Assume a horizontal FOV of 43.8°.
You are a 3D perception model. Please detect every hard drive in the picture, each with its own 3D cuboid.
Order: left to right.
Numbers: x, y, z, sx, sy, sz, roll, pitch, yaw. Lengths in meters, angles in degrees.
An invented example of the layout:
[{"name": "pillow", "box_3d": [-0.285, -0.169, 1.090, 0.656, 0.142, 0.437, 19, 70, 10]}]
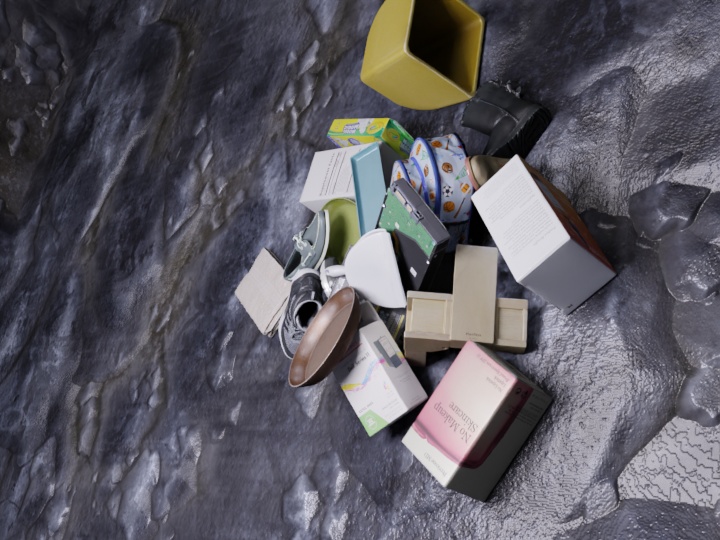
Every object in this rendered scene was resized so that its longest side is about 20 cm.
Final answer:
[{"name": "hard drive", "box_3d": [0.080, -0.045, 1.536, 0.140, 0.037, 0.201, 52, 152, 23]}]

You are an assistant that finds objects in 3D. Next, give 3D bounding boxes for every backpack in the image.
[{"name": "backpack", "box_3d": [0.132, -0.142, 1.596, 0.201, 0.151, 0.193, -117, 29, -44]}]

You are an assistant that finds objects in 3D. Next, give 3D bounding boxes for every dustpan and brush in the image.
[{"name": "dustpan and brush", "box_3d": [0.000, 0.000, 1.594, 0.197, 0.057, 0.142, -7, 103, 36]}]

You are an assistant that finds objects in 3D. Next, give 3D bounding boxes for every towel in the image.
[{"name": "towel", "box_3d": [-0.207, 0.046, 1.977, 0.133, 0.034, 0.200, -55, 40, 7]}]

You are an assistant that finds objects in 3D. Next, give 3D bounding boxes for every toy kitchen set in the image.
[{"name": "toy kitchen set", "box_3d": [0.178, 0.068, 1.532, 0.196, 0.181, 0.166, 5, 69, 5]}]

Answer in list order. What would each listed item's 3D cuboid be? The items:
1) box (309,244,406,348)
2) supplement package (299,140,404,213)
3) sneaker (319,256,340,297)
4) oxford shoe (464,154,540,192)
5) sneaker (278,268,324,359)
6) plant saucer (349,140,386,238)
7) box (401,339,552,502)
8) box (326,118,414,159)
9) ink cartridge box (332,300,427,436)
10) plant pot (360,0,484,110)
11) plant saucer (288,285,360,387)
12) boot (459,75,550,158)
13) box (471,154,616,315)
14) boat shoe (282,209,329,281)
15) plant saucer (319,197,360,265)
[{"name": "box", "box_3d": [0.016, 0.075, 1.653, 0.159, 0.049, 0.203, 22, 88, 21]}, {"name": "supplement package", "box_3d": [-0.005, -0.171, 1.819, 0.198, 0.121, 0.122, -2, 64, 46]}, {"name": "sneaker", "box_3d": [-0.012, 0.054, 1.735, 0.084, 0.074, 0.202, -30, 67, 16]}, {"name": "oxford shoe", "box_3d": [0.240, -0.168, 1.509, 0.074, 0.199, 0.072, -21, 80, 32]}, {"name": "sneaker", "box_3d": [-0.116, 0.106, 1.755, 0.114, 0.074, 0.203, -104, 24, -62]}, {"name": "plant saucer", "box_3d": [0.020, -0.150, 1.673, 0.069, 0.019, 0.203, -27, 51, 26]}, {"name": "box", "box_3d": [0.181, 0.235, 1.403, 0.202, 0.108, 0.128, -57, 41, 4]}, {"name": "box", "box_3d": [0.036, -0.259, 1.830, 0.198, 0.117, 0.049, 7, 66, 48]}, {"name": "ink cartridge box", "box_3d": [0.015, 0.169, 1.557, 0.117, 0.067, 0.202, -42, 75, 41]}, {"name": "plant pot", "box_3d": [0.109, -0.440, 1.813, 0.199, 0.194, 0.198, -17, 56, 50]}, {"name": "plant saucer", "box_3d": [-0.058, 0.122, 1.565, 0.201, 0.034, 0.201, -50, 17, 21]}, {"name": "boot", "box_3d": [0.241, -0.256, 1.648, 0.199, 0.073, 0.162, -50, 43, 2]}, {"name": "box", "box_3d": [0.289, -0.057, 1.422, 0.106, 0.151, 0.202, -42, 45, 21]}, {"name": "boat shoe", "box_3d": [-0.107, -0.043, 1.783, 0.201, 0.061, 0.074, 113, 157, -45]}, {"name": "plant saucer", "box_3d": [-0.015, -0.047, 1.763, 0.198, 0.031, 0.204, 23, 122, 44]}]
